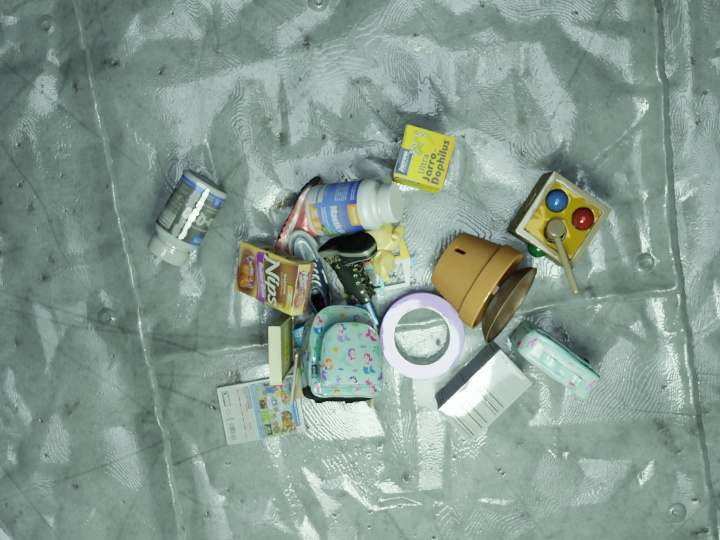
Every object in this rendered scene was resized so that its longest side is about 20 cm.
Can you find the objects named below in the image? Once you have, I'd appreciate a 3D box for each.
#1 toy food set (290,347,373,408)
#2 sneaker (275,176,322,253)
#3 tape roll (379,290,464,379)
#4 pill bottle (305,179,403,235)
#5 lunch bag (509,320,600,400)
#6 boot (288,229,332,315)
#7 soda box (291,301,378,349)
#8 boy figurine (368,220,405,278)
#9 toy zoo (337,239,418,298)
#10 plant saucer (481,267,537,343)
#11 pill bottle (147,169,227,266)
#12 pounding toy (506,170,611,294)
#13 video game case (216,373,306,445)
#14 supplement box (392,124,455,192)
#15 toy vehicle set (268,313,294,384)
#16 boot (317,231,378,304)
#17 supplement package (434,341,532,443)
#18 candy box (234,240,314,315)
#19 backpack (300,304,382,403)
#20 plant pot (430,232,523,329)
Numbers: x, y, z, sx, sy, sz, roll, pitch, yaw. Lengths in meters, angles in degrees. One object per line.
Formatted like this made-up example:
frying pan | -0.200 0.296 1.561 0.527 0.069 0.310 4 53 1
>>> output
toy food set | -0.060 0.256 1.418 0.196 0.061 0.146 4 115 -10
sneaker | -0.125 -0.122 1.428 0.086 0.074 0.202 26 102 -10
tape roll | 0.143 0.150 1.434 0.196 0.066 0.204 0 94 2
pill bottle | -0.012 -0.139 1.328 0.197 0.112 0.114 -3 95 27
lunch bag | 0.443 0.200 1.379 0.199 0.160 0.078 34 95 0
boot | -0.109 0.009 1.391 0.072 0.091 0.202 -21 112 2
soda box | -0.058 0.128 1.437 0.197 0.068 0.065 -22 96 4
boy figurine | 0.048 -0.084 1.398 0.122 0.064 0.203 -12 82 2
toy zoo | 0.040 -0.016 1.446 0.197 0.020 0.134 -11 94 3
plant saucer | 0.327 0.071 1.367 0.036 0.200 0.202 35 95 23
pill bottle | -0.403 -0.120 1.407 0.113 0.114 0.202 31 96 -1
pounding toy | 0.446 -0.086 1.364 0.183 0.142 0.202 33 95 0
video game case | -0.241 0.339 1.486 0.197 0.018 0.146 -10 94 3
supplement box | 0.134 -0.240 1.334 0.108 0.200 0.111 15 96 1
toy vehicle set | -0.177 0.173 1.379 0.026 0.200 0.127 0 93 2
boot | 0.001 -0.001 1.339 0.073 0.202 0.155 -41 112 -26
supplement package | 0.281 0.279 1.415 0.110 0.114 0.200 45 96 -1
candy box | -0.199 0.014 1.383 0.198 0.056 0.119 19 105 34
backpack | -0.040 0.175 1.316 0.175 0.151 0.203 5 68 -21
plant pot | 0.251 0.009 1.365 0.139 0.200 0.202 35 95 19
